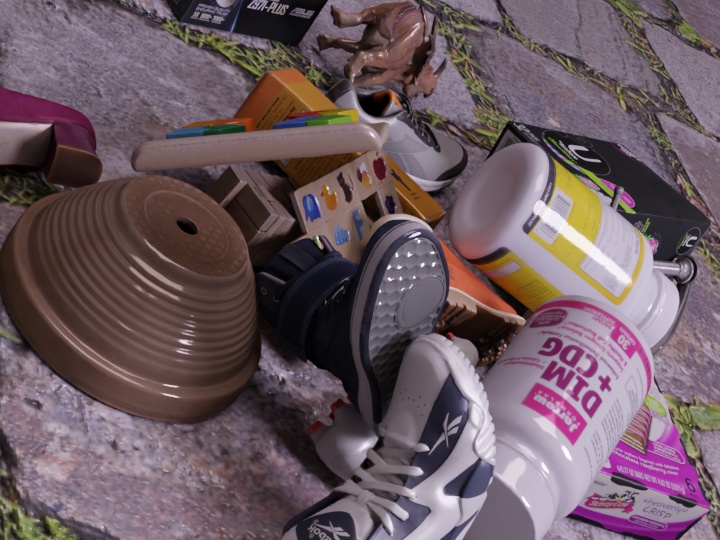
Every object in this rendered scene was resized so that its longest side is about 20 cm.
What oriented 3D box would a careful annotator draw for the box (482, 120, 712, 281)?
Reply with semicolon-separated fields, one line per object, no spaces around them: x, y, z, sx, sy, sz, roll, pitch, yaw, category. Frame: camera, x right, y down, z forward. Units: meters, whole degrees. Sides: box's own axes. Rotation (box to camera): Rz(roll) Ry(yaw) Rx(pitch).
0.221;-0.049;1.439;0.199;0.125;0.149;6;34;-45;box

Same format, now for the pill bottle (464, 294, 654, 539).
0.136;0.119;1.099;0.113;0.114;0.200;40;50;3;pill bottle

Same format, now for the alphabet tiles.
0.000;0.000;1.169;0.200;0.007;0.169;-35;109;-59;alphabet tiles

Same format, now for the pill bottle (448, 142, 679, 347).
0.179;-0.011;1.236;0.199;0.112;0.113;36;28;-25;pill bottle

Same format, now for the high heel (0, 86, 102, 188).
-0.287;-0.112;1.054;0.199;0.068;0.096;22;17;-32;high heel

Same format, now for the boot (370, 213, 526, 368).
0.075;0.017;1.207;0.200;0.075;0.108;32;30;-56;boot

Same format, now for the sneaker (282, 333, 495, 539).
0.011;0.145;0.915;0.129;0.201;0.079;-11;29;-40;sneaker

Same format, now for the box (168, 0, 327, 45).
-0.143;-0.340;1.484;0.163;0.086;0.201;3;45;-45;box

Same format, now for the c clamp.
0.268;0.018;1.382;0.199;0.172;0.027;12;16;-48;c clamp

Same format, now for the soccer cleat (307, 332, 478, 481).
0.038;0.112;1.097;0.078;0.069;0.199;50;38;9;soccer cleat

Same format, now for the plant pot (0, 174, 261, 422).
-0.144;0.000;1.013;0.200;0.093;0.202;27;32;-19;plant pot

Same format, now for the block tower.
-0.051;-0.037;1.173;0.058;0.054;0.199;52;22;24;block tower

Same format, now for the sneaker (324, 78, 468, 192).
0.037;-0.133;1.411;0.199;0.080;0.074;12;37;-41;sneaker

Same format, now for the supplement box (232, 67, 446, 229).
-0.019;-0.094;1.301;0.200;0.069;0.066;42;20;9;supplement box

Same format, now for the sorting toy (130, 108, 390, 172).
-0.071;-0.104;1.124;0.183;0.037;0.200;-5;5;4;sorting toy

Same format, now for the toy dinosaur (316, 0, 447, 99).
0.036;-0.238;1.485;0.134;0.200;0.087;-16;81;-11;toy dinosaur

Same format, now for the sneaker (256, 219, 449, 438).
-0.012;0.009;0.976;0.077;0.203;0.146;-28;57;-24;sneaker

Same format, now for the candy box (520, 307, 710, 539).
0.210;0.132;1.260;0.135;0.061;0.201;20;34;-29;candy box
